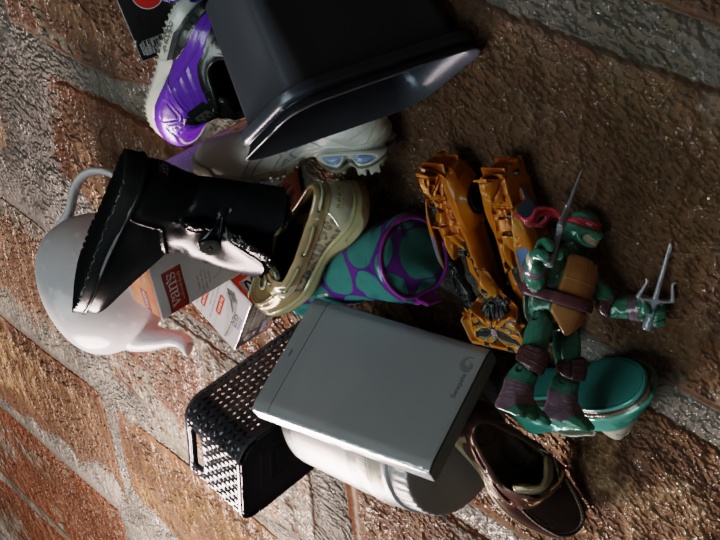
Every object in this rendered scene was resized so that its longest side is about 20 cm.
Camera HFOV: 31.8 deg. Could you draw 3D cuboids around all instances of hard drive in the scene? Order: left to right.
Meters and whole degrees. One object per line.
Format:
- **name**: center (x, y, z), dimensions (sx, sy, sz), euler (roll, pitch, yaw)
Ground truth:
- **hard drive**: center (0.011, 0.107, 1.188), dimensions (0.199, 0.132, 0.027), euler (15, 153, 30)

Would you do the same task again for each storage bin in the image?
- **storage bin**: center (-0.091, 0.163, 1.423), dimensions (0.094, 0.200, 0.136), euler (36, 144, 29)
- **storage bin**: center (-0.028, -0.190, 1.038), dimensions (0.145, 0.199, 0.135), euler (-33, 81, 58)

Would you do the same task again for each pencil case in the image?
- **pencil case**: center (0.000, 0.000, 1.263), dimensions (0.200, 0.085, 0.093), euler (-12, 94, 57)

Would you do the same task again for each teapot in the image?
- **teapot**: center (-0.310, 0.000, 1.624), dimensions (0.145, 0.198, 0.200), euler (-24, 135, 22)

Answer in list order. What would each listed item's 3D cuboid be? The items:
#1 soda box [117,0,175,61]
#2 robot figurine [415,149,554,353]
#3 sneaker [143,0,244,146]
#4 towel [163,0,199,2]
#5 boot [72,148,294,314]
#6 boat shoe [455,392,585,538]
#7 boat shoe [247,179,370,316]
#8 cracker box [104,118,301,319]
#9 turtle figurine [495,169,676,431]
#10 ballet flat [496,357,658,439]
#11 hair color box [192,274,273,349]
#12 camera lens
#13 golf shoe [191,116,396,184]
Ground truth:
- **soda box**: center (-0.231, -0.319, 1.275), dimensions (0.071, 0.063, 0.201), euler (-120, 10, -68)
- **robot figurine**: center (0.119, -0.007, 1.120), dimensions (0.145, 0.058, 0.201), euler (10, 126, 47)
- **sneaker**: center (-0.148, -0.171, 1.225), dimensions (0.099, 0.069, 0.200), euler (43, 147, 14)
- **towel**: center (-0.103, -0.309, 1.079), dimensions (0.049, 0.149, 0.200), euler (26, 166, -28)
- **boot**: center (-0.168, -0.016, 1.183), dimensions (0.201, 0.167, 0.077), euler (-58, 27, 36)
- **boat shoe**: center (0.156, 0.195, 1.200), dimensions (0.200, 0.072, 0.072), euler (50, 174, -24)
- **boat shoe**: center (-0.064, -0.025, 1.231), dimensions (0.200, 0.062, 0.074), euler (-50, 45, 41)
- **cracker box**: center (-0.153, -0.058, 1.300), dimensions (0.058, 0.200, 0.135), euler (29, 141, 41)
- **turtle figurine**: center (0.175, 0.025, 1.026), dimensions (0.101, 0.149, 0.201), euler (21, 96, 65)
- **ballet flat**: center (0.206, 0.118, 1.129), dimensions (0.070, 0.068, 0.200), euler (43, 154, -22)
- **hair color box**: center (-0.183, -0.016, 1.514), dimensions (0.200, 0.064, 0.111), euler (48, 146, 15)
- **camera lens**: center (0.027, 0.148, 1.290), dimensions (0.199, 0.160, 0.161), euler (18, 133, 45)
- **golf shoe**: center (-0.069, -0.137, 1.178), dimensions (0.199, 0.078, 0.098), euler (-7, 122, 13)
